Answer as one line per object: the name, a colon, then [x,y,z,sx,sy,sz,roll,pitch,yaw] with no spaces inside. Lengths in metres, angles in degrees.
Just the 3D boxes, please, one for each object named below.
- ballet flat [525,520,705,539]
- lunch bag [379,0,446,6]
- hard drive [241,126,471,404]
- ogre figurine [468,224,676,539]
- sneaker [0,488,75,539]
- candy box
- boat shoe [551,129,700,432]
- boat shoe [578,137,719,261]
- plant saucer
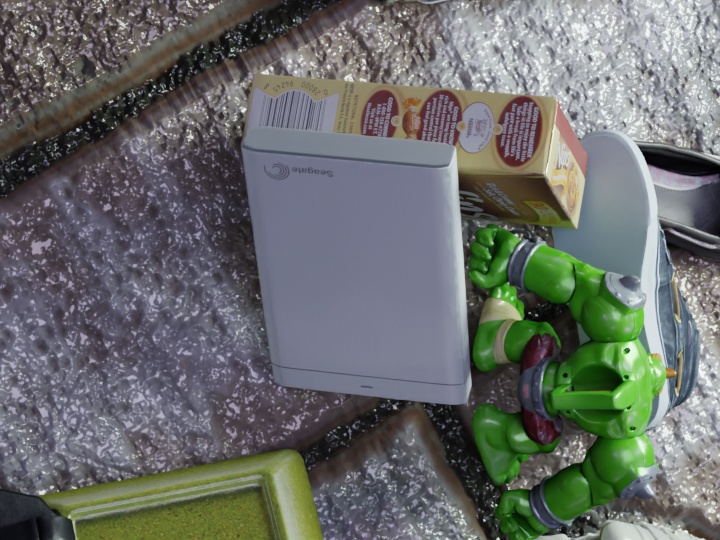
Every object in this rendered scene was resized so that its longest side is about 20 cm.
ballet flat: [0.148,0.200,1.622,0.199,0.072,0.072,-11,89,-12]
lunch bag: [0.082,-0.277,1.617,0.163,0.118,0.201,-9,95,-12]
hard drive: [0.000,0.000,1.542,0.131,0.201,0.027,6,42,13]
ogre figurine: [0.131,0.076,1.557,0.098,0.119,0.202,15,78,-54]
sneaker: [-0.261,0.194,1.535,0.199,0.073,0.113,-12,64,19]
candy box: [0.036,-0.075,1.554,0.199,0.115,0.056,7,77,17]
boat shoe: [0.178,0.004,1.628,0.070,0.091,0.202,-3,98,26]
boat shoe: [0.225,-0.048,1.663,0.199,0.057,0.067,13,85,-11]
plant saucer: [-0.109,0.209,1.544,0.199,0.048,0.201,-10,62,-12]
